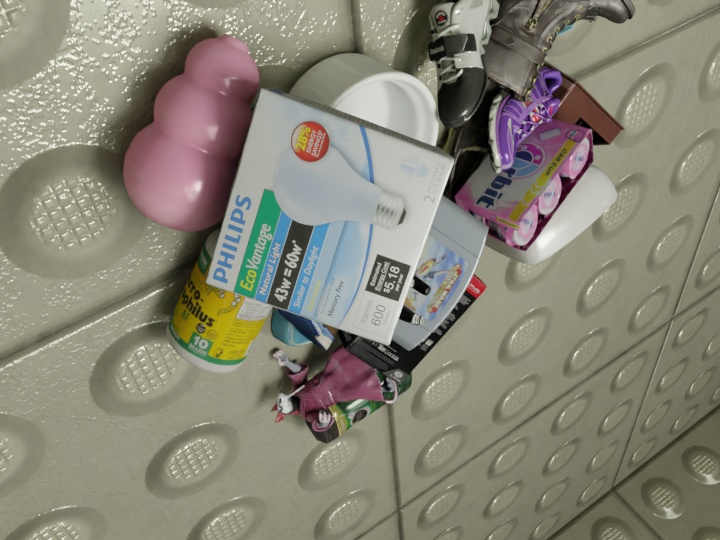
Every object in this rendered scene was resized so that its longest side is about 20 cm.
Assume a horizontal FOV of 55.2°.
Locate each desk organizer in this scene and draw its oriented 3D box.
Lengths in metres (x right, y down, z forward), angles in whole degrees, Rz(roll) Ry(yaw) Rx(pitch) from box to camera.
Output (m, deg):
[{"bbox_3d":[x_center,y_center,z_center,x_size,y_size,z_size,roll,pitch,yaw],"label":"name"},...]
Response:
[{"bbox_3d":[0.342,-0.248,1.114,0.198,0.072,0.078,17,114,-48],"label":"desk organizer"}]

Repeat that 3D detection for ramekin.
[{"bbox_3d":[-0.008,-0.167,0.856,0.198,0.098,0.203,-24,137,-23],"label":"ramekin"}]

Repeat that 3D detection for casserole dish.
[{"bbox_3d":[-0.068,0.039,1.034,0.119,0.039,0.203,-12,132,-34],"label":"casserole dish"}]

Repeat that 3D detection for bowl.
[{"bbox_3d":[0.276,-0.116,1.088,0.199,0.199,0.075,-37,120,-8],"label":"bowl"}]

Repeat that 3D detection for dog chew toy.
[{"bbox_3d":[-0.168,-0.146,0.722,0.123,0.124,0.203,12,108,-46],"label":"dog chew toy"}]

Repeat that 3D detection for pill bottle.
[{"bbox_3d":[-0.159,0.018,0.874,0.112,0.113,0.202,10,118,-45],"label":"pill bottle"}]

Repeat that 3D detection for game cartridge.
[{"bbox_3d":[0.080,-0.001,0.931,0.202,0.132,0.042,-58,173,10],"label":"game cartridge"}]

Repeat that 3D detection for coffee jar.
[{"bbox_3d":[-0.009,0.211,1.196,0.198,0.086,0.105,-31,151,-17],"label":"coffee jar"}]

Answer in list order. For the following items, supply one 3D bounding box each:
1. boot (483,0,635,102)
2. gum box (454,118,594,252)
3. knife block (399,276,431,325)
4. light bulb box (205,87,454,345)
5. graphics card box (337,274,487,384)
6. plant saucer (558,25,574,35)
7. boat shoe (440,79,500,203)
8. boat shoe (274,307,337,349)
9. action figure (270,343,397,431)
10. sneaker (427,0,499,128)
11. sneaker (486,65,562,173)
[{"bbox_3d":[0.247,-0.310,0.918,0.196,0.069,0.177,20,102,-7],"label":"boot"},{"bbox_3d":[0.235,-0.129,0.996,0.201,0.113,0.067,-49,141,-17],"label":"gum box"},{"bbox_3d":[0.000,0.000,0.886,0.174,0.200,0.065,30,94,-16],"label":"knife block"},{"bbox_3d":[-0.033,-0.060,0.714,0.196,0.125,0.202,18,102,-4],"label":"light bulb box"},{"bbox_3d":[0.075,0.059,1.009,0.125,0.051,0.201,33,101,-32],"label":"graphics card box"},{"bbox_3d":[0.273,-0.418,0.946,0.069,0.019,0.202,-30,140,-18],"label":"plant saucer"},{"bbox_3d":[0.164,-0.191,1.011,0.072,0.065,0.203,-4,125,-37],"label":"boat shoe"},{"bbox_3d":[-0.064,0.048,0.944,0.073,0.071,0.200,-58,169,-12],"label":"boat shoe"},{"bbox_3d":[-0.056,0.183,1.104,0.197,0.136,0.149,-27,160,8],"label":"action figure"},{"bbox_3d":[0.112,-0.277,0.844,0.088,0.073,0.204,23,70,-41],"label":"sneaker"},{"bbox_3d":[0.232,-0.223,0.970,0.202,0.082,0.081,-63,151,-26],"label":"sneaker"}]
